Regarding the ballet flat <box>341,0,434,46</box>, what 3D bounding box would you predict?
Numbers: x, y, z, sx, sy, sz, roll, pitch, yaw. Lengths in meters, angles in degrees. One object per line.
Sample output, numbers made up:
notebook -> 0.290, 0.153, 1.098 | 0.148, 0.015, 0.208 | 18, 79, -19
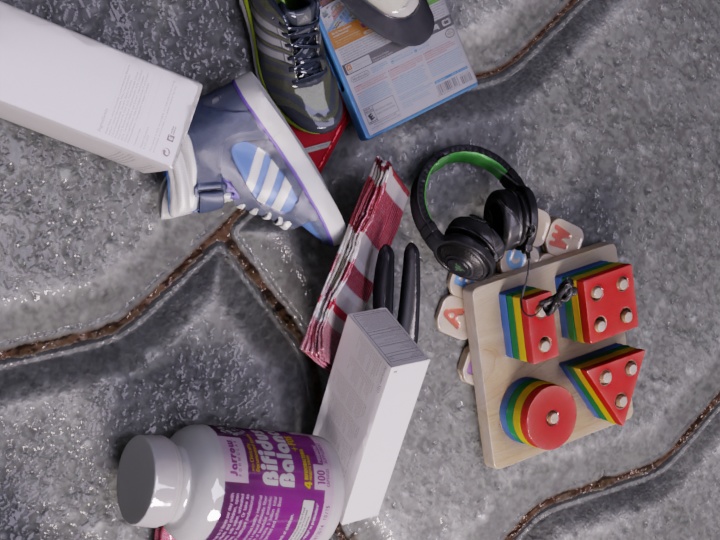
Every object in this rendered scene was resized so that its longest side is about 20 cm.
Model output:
ballet flat -> 0.003, -0.284, 1.698 | 0.200, 0.073, 0.073 | 38, 76, -21

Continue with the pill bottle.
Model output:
pill bottle -> -0.123, 0.203, 1.684 | 0.199, 0.112, 0.113 | 8, 92, -33

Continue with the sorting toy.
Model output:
sorting toy -> 0.217, 0.093, 1.894 | 0.199, 0.069, 0.201 | -17, 106, -32

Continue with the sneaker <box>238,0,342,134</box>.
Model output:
sneaker -> -0.066, -0.221, 1.679 | 0.074, 0.081, 0.201 | -28, 104, -19

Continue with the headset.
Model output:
headset -> 0.138, -0.041, 1.800 | 0.123, 0.094, 0.201 | -33, 84, -27

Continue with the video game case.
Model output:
video game case -> 0.021, -0.247, 1.754 | 0.142, 0.018, 0.201 | -27, 100, -25

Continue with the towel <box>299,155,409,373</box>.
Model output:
towel -> 0.000, 0.000, 1.738 | 0.144, 0.023, 0.202 | 48, 63, -75

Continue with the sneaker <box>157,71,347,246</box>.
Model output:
sneaker -> -0.115, -0.075, 1.678 | 0.146, 0.081, 0.201 | -32, 119, 2

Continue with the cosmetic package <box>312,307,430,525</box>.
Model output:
cosmetic package -> 0.004, 0.141, 1.721 | 0.050, 0.083, 0.201 | -8, 131, -32

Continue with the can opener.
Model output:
can opener -> 0.034, 0.067, 1.773 | 0.063, 0.079, 0.202 | -1, 109, -28

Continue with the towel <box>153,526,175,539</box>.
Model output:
towel -> -0.151, 0.349, 1.734 | 0.145, 0.030, 0.202 | 12, 90, -32

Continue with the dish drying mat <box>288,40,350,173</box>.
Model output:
dish drying mat -> -0.032, -0.178, 1.750 | 0.077, 0.018, 0.201 | 34, 78, -29

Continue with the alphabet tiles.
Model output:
alphabet tiles -> 0.172, 0.035, 1.906 | 0.195, 0.015, 0.202 | 23, 84, -32

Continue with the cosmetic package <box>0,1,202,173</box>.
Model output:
cosmetic package -> -0.251, -0.156, 1.543 | 0.199, 0.107, 0.086 | 22, 84, -21
